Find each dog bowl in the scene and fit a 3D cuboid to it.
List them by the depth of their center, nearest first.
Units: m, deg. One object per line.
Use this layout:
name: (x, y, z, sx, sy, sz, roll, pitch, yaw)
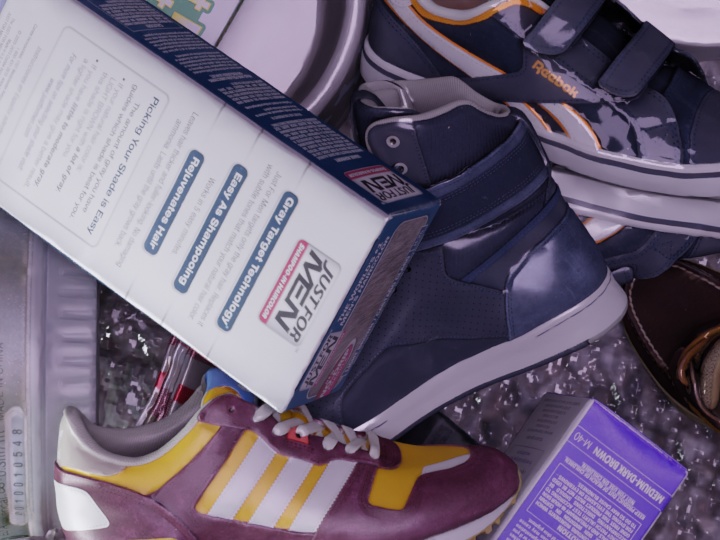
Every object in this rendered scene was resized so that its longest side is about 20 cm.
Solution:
dog bowl: (-0.086, -0.133, 1.195, 0.198, 0.059, 0.202, 0, 86, -5)

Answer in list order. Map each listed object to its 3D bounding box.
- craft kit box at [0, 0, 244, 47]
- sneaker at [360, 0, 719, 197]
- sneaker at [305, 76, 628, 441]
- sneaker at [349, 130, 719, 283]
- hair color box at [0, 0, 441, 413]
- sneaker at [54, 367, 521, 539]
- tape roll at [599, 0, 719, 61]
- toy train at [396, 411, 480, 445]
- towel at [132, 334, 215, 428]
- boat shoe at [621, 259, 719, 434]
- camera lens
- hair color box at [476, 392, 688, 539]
craft kit box: (-0.136, -0.178, 1.143, 0.197, 0.049, 0.201, 30, 85, -6)
sneaker: (0.097, -0.098, 1.147, 0.199, 0.079, 0.080, 19, 122, 11)
sneaker: (0.000, -0.001, 1.101, 0.201, 0.077, 0.147, -28, 112, 1)
sneaker: (0.088, -0.021, 1.189, 0.198, 0.079, 0.080, 9, 108, -4)
hair color box: (-0.076, -0.039, 1.054, 0.199, 0.060, 0.100, 35, 110, 17)
sneaker: (-0.031, 0.083, 1.051, 0.198, 0.075, 0.091, -10, 98, -8)
tape roll: (0.162, -0.205, 1.216, 0.201, 0.071, 0.204, 0, 87, -6)
toy train: (-0.015, 0.146, 1.139, 0.085, 0.114, 0.200, 41, 61, -8)
towel: (-0.080, 0.109, 1.149, 0.023, 0.144, 0.201, 19, 85, 24)
boat shoe: (0.184, 0.048, 1.155, 0.072, 0.072, 0.200, -39, 48, 0)
camera lens: (-0.219, 0.044, 1.122, 0.198, 0.160, 0.161, 1, 87, -5)
hair color box: (0.065, 0.156, 1.170, 0.065, 0.109, 0.200, 38, 85, -5)
